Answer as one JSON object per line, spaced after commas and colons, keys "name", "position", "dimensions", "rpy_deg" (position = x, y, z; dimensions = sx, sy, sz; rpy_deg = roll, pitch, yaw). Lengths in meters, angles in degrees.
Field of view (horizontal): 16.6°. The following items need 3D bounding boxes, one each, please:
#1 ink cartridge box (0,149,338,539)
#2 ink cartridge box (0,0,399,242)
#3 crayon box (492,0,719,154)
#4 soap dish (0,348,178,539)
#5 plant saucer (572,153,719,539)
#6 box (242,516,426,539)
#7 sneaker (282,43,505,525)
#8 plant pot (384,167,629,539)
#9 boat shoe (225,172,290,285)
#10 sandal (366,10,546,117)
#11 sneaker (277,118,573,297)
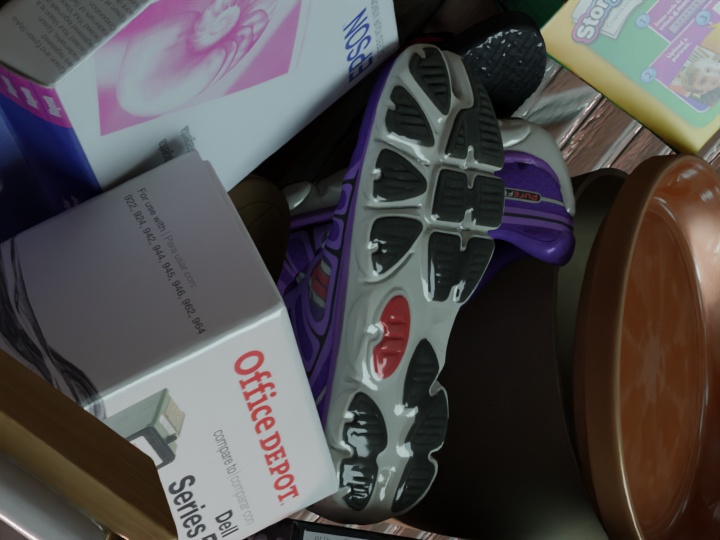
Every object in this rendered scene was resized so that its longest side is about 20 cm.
{"name": "ink cartridge box", "position": [-0.120, 0.063, 0.931], "dimensions": [0.199, 0.084, 0.146], "rpy_deg": [-26, 148, -8]}
{"name": "ink cartridge box", "position": [-0.073, -0.070, 0.911], "dimensions": [0.200, 0.043, 0.196], "rpy_deg": [-42, 164, -9]}
{"name": "crayon box", "position": [0.169, -0.161, 1.125], "dimensions": [0.119, 0.058, 0.200], "rpy_deg": [32, 108, -35]}
{"name": "soap dish", "position": [-0.173, 0.070, 0.776], "dimensions": [0.157, 0.200, 0.081], "rpy_deg": [-52, -176, 25]}
{"name": "plant saucer", "position": [0.141, 0.047, 1.144], "dimensions": [0.032, 0.201, 0.200], "rpy_deg": [-1, 178, 26]}
{"name": "box", "position": [0.013, 0.141, 1.098], "dimensions": [0.200, 0.198, 0.050], "rpy_deg": [-4, -106, 63]}
{"name": "sneaker", "position": [-0.003, 0.002, 1.023], "dimensions": [0.080, 0.083, 0.201], "rpy_deg": [12, 93, -46]}
{"name": "plant pot", "position": [0.045, 0.056, 1.227], "dimensions": [0.199, 0.188, 0.187], "rpy_deg": [-8, -179, 28]}
{"name": "boat shoe", "position": [-0.105, 0.034, 1.051], "dimensions": [0.072, 0.072, 0.200], "rpy_deg": [13, 113, -48]}
{"name": "sandal", "position": [0.032, -0.077, 1.140], "dimensions": [0.075, 0.045, 0.200], "rpy_deg": [-15, 165, -14]}
{"name": "sneaker", "position": [0.000, 0.000, 1.095], "dimensions": [0.199, 0.084, 0.081], "rpy_deg": [-22, 165, 15]}
